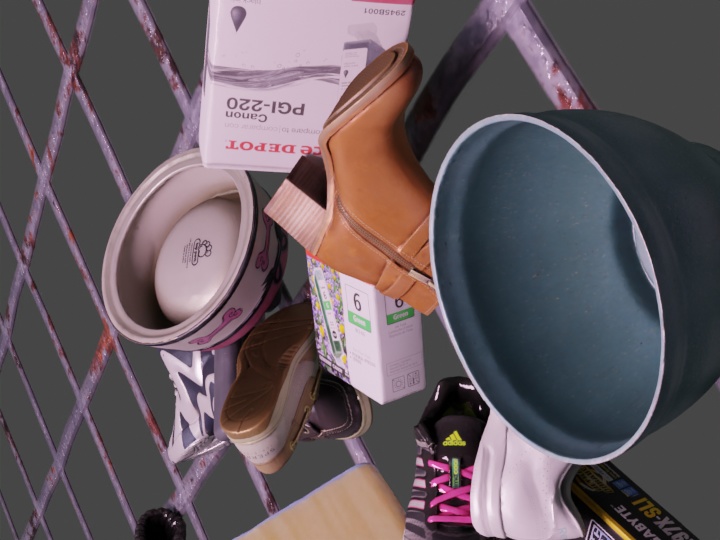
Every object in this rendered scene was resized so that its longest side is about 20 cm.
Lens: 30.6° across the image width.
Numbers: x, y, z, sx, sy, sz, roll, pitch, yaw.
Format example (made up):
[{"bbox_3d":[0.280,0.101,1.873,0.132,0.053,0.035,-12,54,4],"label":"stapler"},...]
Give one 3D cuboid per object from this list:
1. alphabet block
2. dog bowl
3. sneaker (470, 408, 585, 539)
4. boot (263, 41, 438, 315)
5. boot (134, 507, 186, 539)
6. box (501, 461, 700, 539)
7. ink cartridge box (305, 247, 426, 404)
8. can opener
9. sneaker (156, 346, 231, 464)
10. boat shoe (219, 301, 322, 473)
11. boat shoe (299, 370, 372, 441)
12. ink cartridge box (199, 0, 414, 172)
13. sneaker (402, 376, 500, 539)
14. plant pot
[{"bbox_3d":[-0.012,0.313,1.077,0.200,0.196,0.195,55,172,29],"label":"alphabet block"},{"bbox_3d":[-0.153,-0.013,1.257,0.200,0.074,0.201,-18,58,33],"label":"dog bowl"},{"bbox_3d":[0.132,0.085,0.900,0.088,0.075,0.201,4,81,20],"label":"sneaker"},{"bbox_3d":[0.036,-0.061,0.955,0.155,0.074,0.200,34,137,-6],"label":"boot"},{"bbox_3d":[-0.239,0.430,1.714,0.211,0.079,0.158,50,143,36],"label":"boot"},{"bbox_3d":[0.163,0.231,0.953,0.160,0.049,0.200,41,137,42],"label":"box"},{"bbox_3d":[0.000,0.000,1.109,0.109,0.050,0.200,26,127,54],"label":"ink cartridge box"},{"bbox_3d":[-0.108,0.064,1.262,0.067,0.053,0.200,-38,46,48],"label":"can opener"},{"bbox_3d":[-0.181,0.123,1.456,0.130,0.079,0.199,63,149,20],"label":"sneaker"},{"bbox_3d":[-0.071,0.102,1.182,0.074,0.200,0.066,-10,120,24],"label":"boat shoe"},{"bbox_3d":[-0.057,0.135,1.262,0.200,0.065,0.073,-17,88,60],"label":"boat shoe"},{"bbox_3d":[-0.042,-0.173,0.979,0.085,0.145,0.200,-97,13,-47],"label":"ink cartridge box"},{"bbox_3d":[0.069,0.153,0.967,0.200,0.074,0.088,-81,-10,-54],"label":"sneaker"},{"bbox_3d":[0.151,-0.004,0.763,0.200,0.134,0.201,34,132,49],"label":"plant pot"}]
